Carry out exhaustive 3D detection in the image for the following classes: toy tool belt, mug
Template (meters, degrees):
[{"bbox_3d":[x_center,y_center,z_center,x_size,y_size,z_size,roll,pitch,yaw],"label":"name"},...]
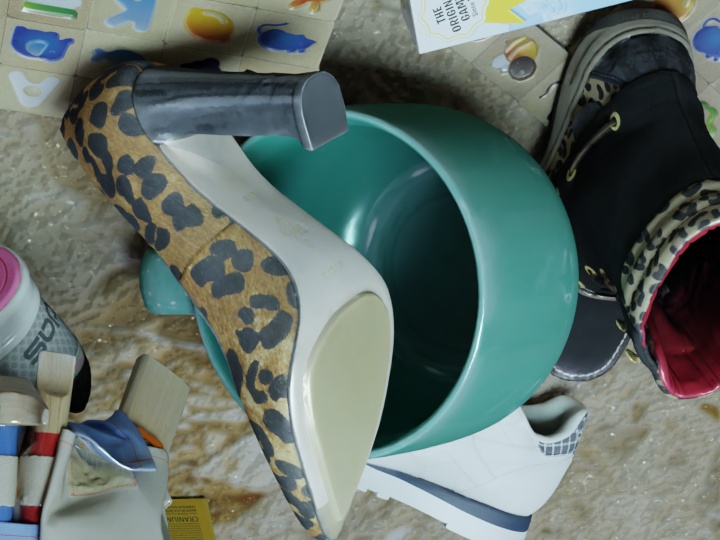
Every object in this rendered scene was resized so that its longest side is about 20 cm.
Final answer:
[{"bbox_3d":[-0.162,0.081,1.054,0.200,0.123,0.125,12,164,-29],"label":"toy tool belt"},{"bbox_3d":[0.008,-0.006,1.162,0.114,0.185,0.152,-7,128,-55],"label":"mug"}]

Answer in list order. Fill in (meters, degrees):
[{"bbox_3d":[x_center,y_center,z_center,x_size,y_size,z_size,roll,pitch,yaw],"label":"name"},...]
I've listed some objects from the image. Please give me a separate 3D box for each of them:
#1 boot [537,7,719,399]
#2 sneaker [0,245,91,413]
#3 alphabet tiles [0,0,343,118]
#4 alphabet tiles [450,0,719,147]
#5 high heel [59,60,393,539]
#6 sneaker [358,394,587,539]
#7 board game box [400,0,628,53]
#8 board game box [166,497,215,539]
[{"bbox_3d":[0.125,0.002,1.178,0.073,0.151,0.200,2,127,-17],"label":"boot"},{"bbox_3d":[-0.194,0.081,1.135,0.200,0.074,0.087,-42,123,10],"label":"sneaker"},{"bbox_3d":[-0.091,-0.117,1.067,0.166,0.006,0.200,8,147,-9],"label":"alphabet tiles"},{"bbox_3d":[0.152,-0.115,1.196,0.167,0.008,0.200,-41,128,17],"label":"alphabet tiles"},{"bbox_3d":[-0.061,0.011,1.100,0.071,0.142,0.200,-19,108,-50],"label":"high heel"},{"bbox_3d":[0.020,0.065,1.270,0.200,0.076,0.081,24,107,-36],"label":"sneaker"},{"bbox_3d":[0.069,-0.187,0.996,0.134,0.034,0.200,-15,130,-4],"label":"board game box"},{"bbox_3d":[-0.163,0.203,1.339,0.153,0.040,0.200,0,128,-16],"label":"board game box"}]
